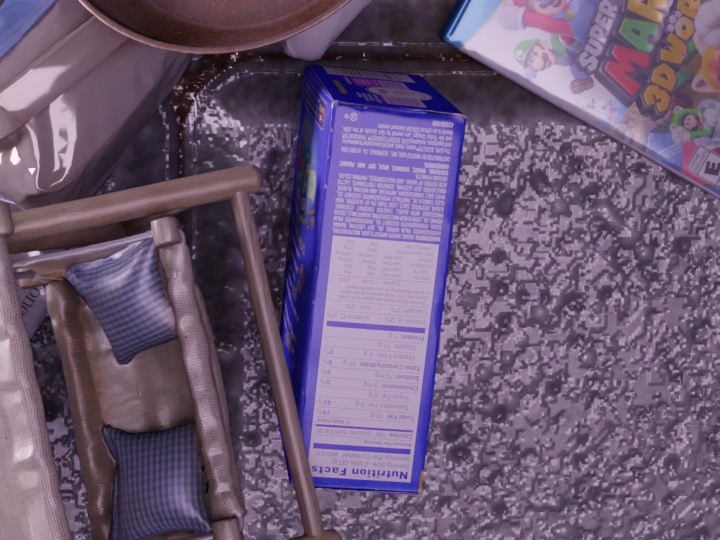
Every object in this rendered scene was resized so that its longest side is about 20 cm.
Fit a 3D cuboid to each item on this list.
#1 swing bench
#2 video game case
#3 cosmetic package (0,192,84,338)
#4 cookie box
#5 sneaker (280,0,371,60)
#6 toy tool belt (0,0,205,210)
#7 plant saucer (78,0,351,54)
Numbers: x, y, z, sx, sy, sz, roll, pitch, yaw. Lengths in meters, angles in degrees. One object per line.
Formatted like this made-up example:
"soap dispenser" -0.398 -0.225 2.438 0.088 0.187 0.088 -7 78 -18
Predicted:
"swing bench" -0.140 0.069 0.947 0.199 0.129 0.201 -11 86 -33
"video game case" 0.164 -0.150 1.124 0.199 0.018 0.144 28 97 -14
"cosmetic package" -0.255 -0.035 1.052 0.199 0.071 0.102 33 95 -15
"cookie box" 0.000 0.000 1.051 0.074 0.171 0.202 5 102 -7
"sneaker" 0.032 -0.190 1.065 0.099 0.078 0.201 33 96 -17
"toy tool belt" -0.153 -0.131 1.020 0.123 0.125 0.201 36 69 1
"plant saucer" -0.060 -0.193 0.957 0.198 0.037 0.202 -4 71 11
